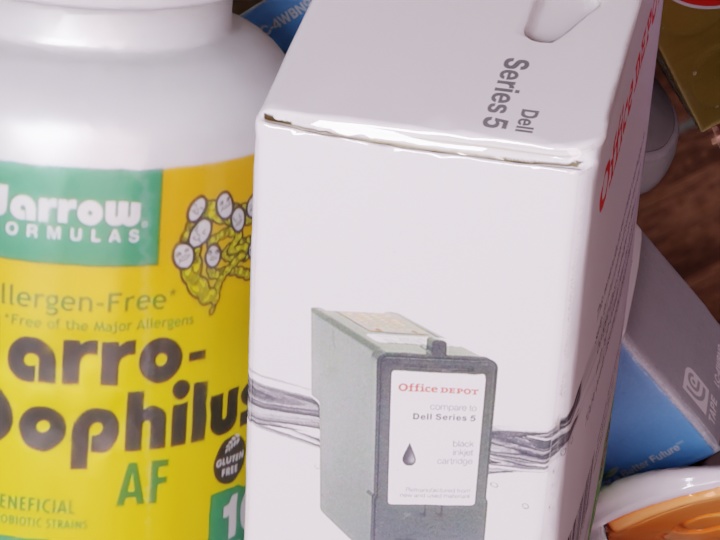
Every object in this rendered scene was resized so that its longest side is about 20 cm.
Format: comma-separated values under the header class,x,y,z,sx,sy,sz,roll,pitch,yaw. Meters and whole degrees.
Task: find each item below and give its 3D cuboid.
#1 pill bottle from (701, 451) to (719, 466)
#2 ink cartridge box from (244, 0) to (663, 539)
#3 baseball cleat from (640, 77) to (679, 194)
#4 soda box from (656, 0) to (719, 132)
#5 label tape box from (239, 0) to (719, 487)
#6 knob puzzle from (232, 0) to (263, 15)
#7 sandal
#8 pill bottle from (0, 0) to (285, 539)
class,x,y,z,sx,sy,sz,roll,pitch,yaw
pill bottle,0.147,0.165,1.011,0.111,0.111,0.200,-1,106,-14
ink cartridge box,0.025,0.010,0.791,0.084,0.146,0.200,9,125,8
baseball cleat,0.035,-0.094,0.911,0.200,0.070,0.106,30,140,-20
soda box,0.086,-0.138,0.883,0.068,0.064,0.200,-29,132,5
label tape box,0.000,0.000,0.920,0.143,0.066,0.200,-29,113,29
knob puzzle,-0.108,-0.122,0.879,0.220,0.030,0.220,1,127,2
sandal,0.078,0.121,0.949,0.079,0.059,0.207,2,151,-31
pill bottle,-0.074,-0.009,0.785,0.113,0.113,0.200,0,109,-14
